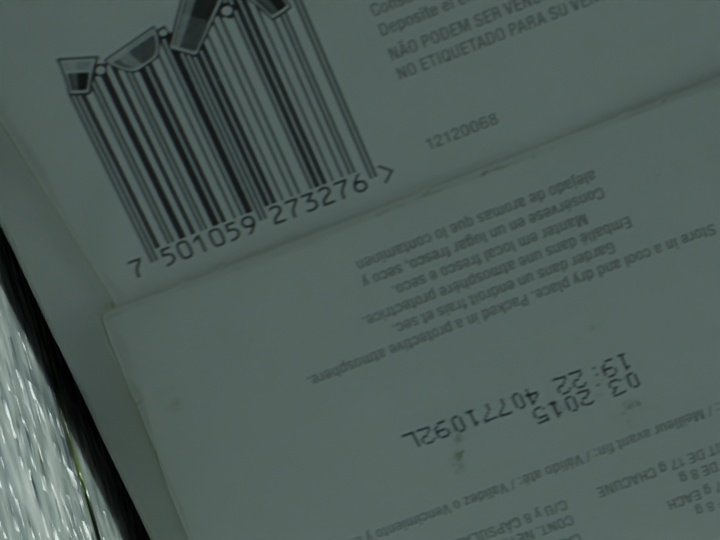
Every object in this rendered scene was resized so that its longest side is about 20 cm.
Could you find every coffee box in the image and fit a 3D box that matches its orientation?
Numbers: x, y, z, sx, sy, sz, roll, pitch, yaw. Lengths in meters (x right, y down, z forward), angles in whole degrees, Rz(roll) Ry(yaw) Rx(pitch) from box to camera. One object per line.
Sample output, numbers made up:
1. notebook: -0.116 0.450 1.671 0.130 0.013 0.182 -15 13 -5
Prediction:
1. coffee box: 0.019 -0.059 0.677 0.198 0.199 0.201 -102 171 -58
